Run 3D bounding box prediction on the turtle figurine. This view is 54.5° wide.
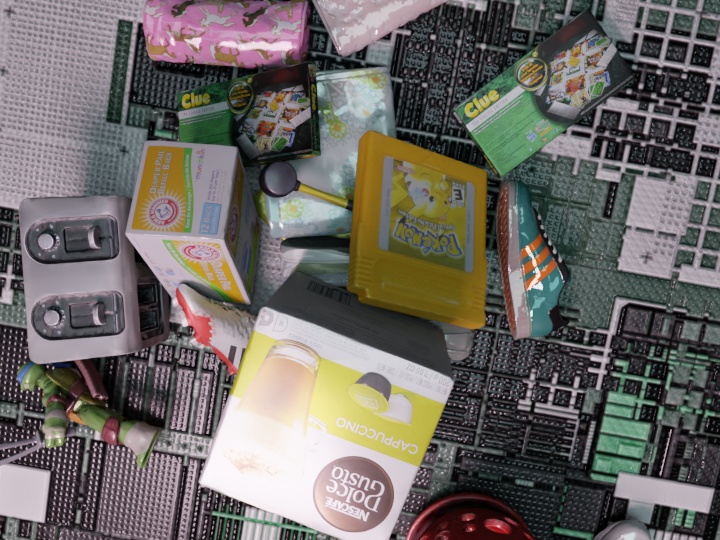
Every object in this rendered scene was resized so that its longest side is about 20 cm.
[{"bbox_3d":[-0.363,0.212,0.876,0.193,0.201,0.144,24,131,-6],"label":"turtle figurine"}]

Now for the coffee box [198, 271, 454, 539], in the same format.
[{"bbox_3d":[-0.030,0.140,0.758,0.198,0.200,0.199,21,100,-1],"label":"coffee box"}]

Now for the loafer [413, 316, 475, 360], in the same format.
[{"bbox_3d":[0.048,0.064,0.885,0.198,0.070,0.070,9,92,-7],"label":"loafer"}]

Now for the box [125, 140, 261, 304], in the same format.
[{"bbox_3d":[-0.180,-0.047,0.793,0.100,0.200,0.113,4,68,1],"label":"box"}]

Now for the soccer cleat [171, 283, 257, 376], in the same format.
[{"bbox_3d":[-0.155,0.072,0.852,0.085,0.069,0.201,-34,135,-5],"label":"soccer cleat"}]

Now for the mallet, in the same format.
[{"bbox_3d":[-0.022,-0.080,0.805,0.198,0.066,0.041,18,90,-7],"label":"mallet"}]

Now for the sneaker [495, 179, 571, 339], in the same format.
[{"bbox_3d":[0.217,-0.016,0.871,0.079,0.071,0.202,-8,103,-1],"label":"sneaker"}]

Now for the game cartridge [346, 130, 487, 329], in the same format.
[{"bbox_3d":[0.072,-0.046,0.811,0.175,0.032,0.202,14,67,-25],"label":"game cartridge"}]

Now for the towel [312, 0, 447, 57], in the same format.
[{"bbox_3d":[0.020,-0.391,0.844,0.199,0.032,0.192,-27,96,5],"label":"towel"}]

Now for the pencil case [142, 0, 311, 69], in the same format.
[{"bbox_3d":[-0.159,-0.288,0.836,0.198,0.087,0.083,3,116,0],"label":"pencil case"}]

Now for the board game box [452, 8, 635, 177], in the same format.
[{"bbox_3d":[0.223,-0.216,0.857,0.199,0.023,0.105,-36,96,5],"label":"board game box"}]

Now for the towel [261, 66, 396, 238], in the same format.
[{"bbox_3d":[-0.038,-0.145,0.856,0.170,0.048,0.202,-5,93,-2],"label":"towel"}]

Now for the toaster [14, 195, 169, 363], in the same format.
[{"bbox_3d":[-0.308,0.011,0.832,0.118,0.200,0.183,-3,89,-1],"label":"toaster"}]

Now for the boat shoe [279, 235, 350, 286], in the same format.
[{"bbox_3d":[-0.001,0.000,0.858,0.200,0.075,0.065,6,109,2],"label":"boat shoe"}]

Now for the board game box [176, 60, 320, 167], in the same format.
[{"bbox_3d":[-0.136,-0.176,0.829,0.199,0.023,0.106,-2,93,30],"label":"board game box"}]

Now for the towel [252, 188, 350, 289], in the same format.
[{"bbox_3d":[-0.047,-0.044,0.896,0.086,0.018,0.200,-44,94,5],"label":"towel"}]

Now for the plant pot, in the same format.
[{"bbox_3d":[0.147,0.391,0.863,0.198,0.183,0.202,0,97,2],"label":"plant pot"}]

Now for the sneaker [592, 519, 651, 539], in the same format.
[{"bbox_3d":[0.328,0.424,0.904,0.077,0.099,0.201,23,97,-2],"label":"sneaker"}]
